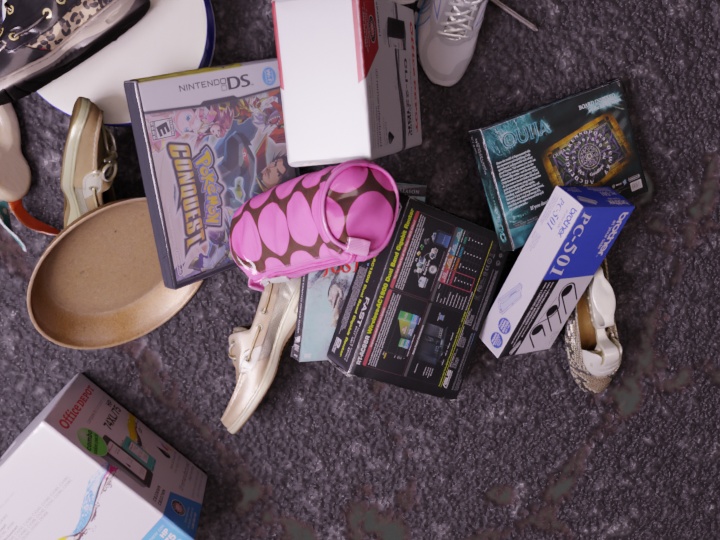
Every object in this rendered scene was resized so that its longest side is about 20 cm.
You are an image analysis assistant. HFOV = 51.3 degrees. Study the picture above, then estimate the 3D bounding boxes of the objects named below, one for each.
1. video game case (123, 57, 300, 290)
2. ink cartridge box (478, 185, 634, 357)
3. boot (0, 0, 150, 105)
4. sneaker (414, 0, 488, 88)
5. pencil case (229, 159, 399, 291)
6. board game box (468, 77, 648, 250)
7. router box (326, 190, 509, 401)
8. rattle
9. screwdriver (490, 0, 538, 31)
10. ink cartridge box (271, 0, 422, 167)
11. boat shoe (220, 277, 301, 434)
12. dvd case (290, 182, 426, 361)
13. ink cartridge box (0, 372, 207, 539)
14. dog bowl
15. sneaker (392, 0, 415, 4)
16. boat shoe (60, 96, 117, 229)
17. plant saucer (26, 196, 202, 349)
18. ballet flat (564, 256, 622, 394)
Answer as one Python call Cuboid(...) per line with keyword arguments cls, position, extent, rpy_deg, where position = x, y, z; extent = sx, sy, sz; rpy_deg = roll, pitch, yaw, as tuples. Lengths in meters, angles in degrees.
Cuboid(cls="video game case", position=(-0.137, -0.104, 0.767), extent=(0.180, 0.025, 0.203), rpy_deg=(-24, 114, -42))
Cuboid(cls="ink cartridge box", position=(0.212, 0.003, 0.825), extent=(0.093, 0.044, 0.202), rpy_deg=(-5, 129, -37))
Cuboid(cls="boot", position=(-0.311, -0.250, 0.674), extent=(0.199, 0.073, 0.152), rpy_deg=(-33, 104, -3))
Cuboid(cls="sneaker", position=(0.102, -0.284, 0.771), extent=(0.074, 0.087, 0.202), rpy_deg=(4, 120, -7))
Cuboid(cls="pencil case", position=(-0.048, -0.037, 0.702), extent=(0.090, 0.199, 0.095), rpy_deg=(24, 69, -28))
Cuboid(cls="board game box", position=(0.224, -0.120, 0.834), extent=(0.198, 0.028, 0.137), rpy_deg=(-22, 101, -20))
Cuboid(cls="router box", position=(0.066, 0.031, 0.831), extent=(0.149, 0.062, 0.202), rpy_deg=(18, 93, -29))
Cuboid(cls="rattle", position=(-0.419, -0.106, 0.777), extent=(0.141, 0.131, 0.201), rpy_deg=(-14, 130, 8))
Cuboid(cls="screwdriver", position=(0.112, -0.316, 0.819), extent=(0.198, 0.029, 0.028), rpy_deg=(28, 97, -17))
Cuboid(cls="ink cartridge box", position=(-0.004, -0.185, 0.731), extent=(0.083, 0.200, 0.146), rpy_deg=(-1, 103, 18))
Cuboid(cls="boat shoe", position=(-0.117, 0.085, 0.849), extent=(0.064, 0.072, 0.202), rpy_deg=(25, 92, -5))
Cuboid(cls="dvd case", position=(0.000, 0.000, 0.839), extent=(0.144, 0.022, 0.203), rpy_deg=(1, 101, -33))
Cuboid(cls="ink cartridge box", position=(-0.295, 0.248, 0.821), extent=(0.200, 0.147, 0.146), rpy_deg=(43, 95, -13))
Cuboid(cls="dog bowl", position=(-0.249, -0.248, 0.759), extent=(0.197, 0.079, 0.203), rpy_deg=(-1, 102, -6))
Cuboid(cls="sneaker", position=(0.014, -0.366, 0.742), extent=(0.076, 0.081, 0.201), rpy_deg=(-35, 83, -8))
Cuboid(cls="boat shoe", position=(-0.265, -0.089, 0.756), extent=(0.062, 0.074, 0.202), rpy_deg=(7, 138, -16))
Cuboid(cls="plant saucer", position=(-0.251, -0.003, 0.783), extent=(0.200, 0.200, 0.035), rpy_deg=(-46, 59, 4))
Cuboid(cls="ballet flat", position=(0.275, 0.062, 0.883), extent=(0.067, 0.075, 0.203), rpy_deg=(-15, 103, -12))
